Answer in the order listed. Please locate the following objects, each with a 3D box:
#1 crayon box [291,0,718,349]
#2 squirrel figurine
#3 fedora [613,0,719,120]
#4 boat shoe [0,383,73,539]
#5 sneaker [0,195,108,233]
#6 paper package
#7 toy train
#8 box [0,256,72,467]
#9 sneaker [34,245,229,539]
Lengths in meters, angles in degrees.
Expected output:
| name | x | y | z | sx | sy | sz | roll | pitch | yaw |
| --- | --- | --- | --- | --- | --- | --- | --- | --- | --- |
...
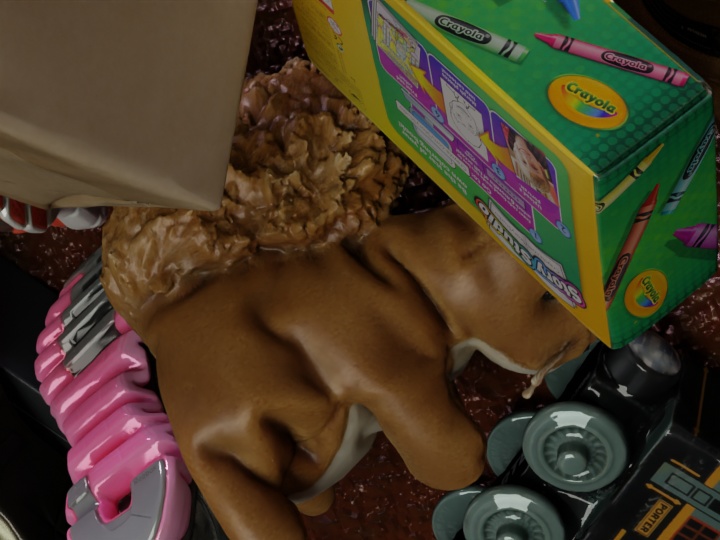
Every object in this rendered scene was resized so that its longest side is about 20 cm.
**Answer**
| name | x | y | z | sx | sy | sz | roll | pitch | yaw |
| --- | --- | --- | --- | --- | --- | --- | --- | --- | --- |
| crayon box | 0.049 | -0.076 | 0.906 | 0.200 | 0.058 | 0.119 | 45 | 164 | 29 |
| squirrel figurine | 0.000 | 0.000 | 1.001 | 0.186 | 0.141 | 0.201 | -33 | 86 | 10 |
| fedora | 0.163 | -0.148 | 0.887 | 0.199 | 0.082 | 0.202 | 1 | 131 | 1 |
| boat shoe | -0.199 | 0.079 | 1.085 | 0.074 | 0.076 | 0.201 | -30 | 98 | 33 |
| sneaker | -0.171 | -0.048 | 1.027 | 0.081 | 0.200 | 0.078 | -4 | 81 | 11 |
| paper package | -0.127 | -0.139 | 0.891 | 0.103 | 0.190 | 0.202 | 1 | 77 | 41 |
| toy train | 0.103 | 0.114 | 1.060 | 0.114 | 0.085 | 0.200 | 30 | 123 | -4 |
| box | -0.170 | 0.089 | 1.163 | 0.199 | 0.079 | 0.142 | 34 | 123 | 6 |
| sneaker | -0.088 | 0.068 | 1.077 | 0.079 | 0.201 | 0.095 | -37 | 133 | 27 |
